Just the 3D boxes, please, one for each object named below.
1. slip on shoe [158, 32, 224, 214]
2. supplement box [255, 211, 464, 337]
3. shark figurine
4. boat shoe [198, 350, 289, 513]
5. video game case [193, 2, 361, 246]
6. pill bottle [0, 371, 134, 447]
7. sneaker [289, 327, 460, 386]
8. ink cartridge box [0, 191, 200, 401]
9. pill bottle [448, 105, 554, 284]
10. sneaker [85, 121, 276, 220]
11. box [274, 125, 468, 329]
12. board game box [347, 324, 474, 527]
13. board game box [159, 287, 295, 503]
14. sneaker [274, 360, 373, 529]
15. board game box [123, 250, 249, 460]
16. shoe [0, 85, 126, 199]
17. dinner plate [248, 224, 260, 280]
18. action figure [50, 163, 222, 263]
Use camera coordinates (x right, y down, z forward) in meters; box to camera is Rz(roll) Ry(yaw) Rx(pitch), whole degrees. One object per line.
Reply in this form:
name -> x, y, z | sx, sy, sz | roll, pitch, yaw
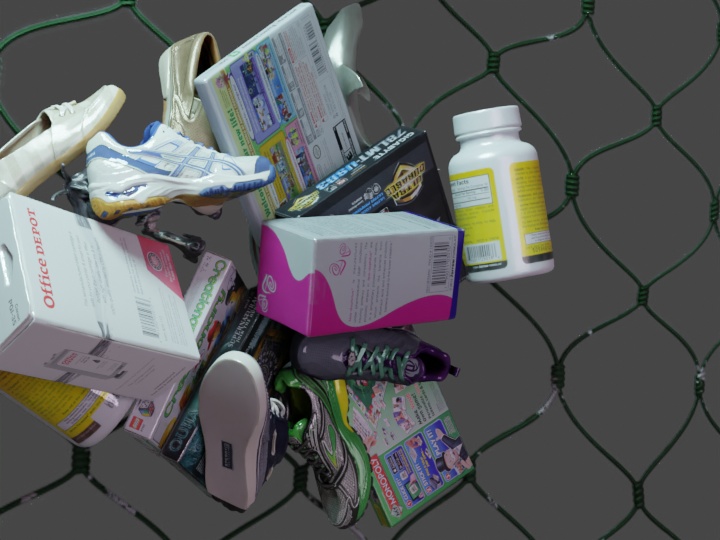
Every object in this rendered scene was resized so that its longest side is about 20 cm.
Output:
slip on shoe -> -0.166, -0.159, 1.390 | 0.076, 0.060, 0.202 | 22, 50, -46
supplement box -> 0.000, 0.000, 1.375 | 0.198, 0.103, 0.103 | -5, 106, -39
shark figurine -> -0.001, -0.191, 1.510 | 0.127, 0.089, 0.217 | -27, 98, -26
boat shoe -> -0.114, 0.146, 1.350 | 0.093, 0.074, 0.202 | -49, 155, -49
video game case -> -0.082, -0.157, 1.421 | 0.182, 0.022, 0.202 | -43, 127, -37
pill bottle -> -0.320, 0.079, 1.305 | 0.200, 0.109, 0.110 | 40, 70, -21
sneaker -> 0.018, 0.089, 1.421 | 0.198, 0.087, 0.075 | 4, 97, -43
ink cartridge box -> -0.263, 0.028, 1.243 | 0.199, 0.083, 0.148 | 20, 41, -46
pill bottle -> 0.165, -0.091, 1.579 | 0.110, 0.111, 0.203 | -10, 92, -28
sneaker -> -0.175, -0.108, 1.302 | 0.198, 0.075, 0.089 | -9, 83, -33
box -> 0.018, -0.028, 1.480 | 0.199, 0.049, 0.200 | -35, 121, -27
board game box -> 0.041, 0.178, 1.542 | 0.134, 0.029, 0.202 | -28, 101, -26
board game box -> -0.132, 0.135, 1.408 | 0.202, 0.028, 0.136 | -62, 153, -18
sneaker -> -0.050, 0.192, 1.456 | 0.085, 0.078, 0.202 | -21, 95, -45
board game box -> -0.177, 0.093, 1.379 | 0.034, 0.126, 0.202 | 20, 75, 13
shoe -> -0.321, -0.130, 1.339 | 0.200, 0.070, 0.054 | -46, 116, -21
dinner plate -> -0.041, -0.036, 1.514 | 0.198, 0.024, 0.203 | 2, 86, -29
action figure -> -0.246, -0.066, 1.362 | 0.199, 0.101, 0.121 | 18, 80, -42
